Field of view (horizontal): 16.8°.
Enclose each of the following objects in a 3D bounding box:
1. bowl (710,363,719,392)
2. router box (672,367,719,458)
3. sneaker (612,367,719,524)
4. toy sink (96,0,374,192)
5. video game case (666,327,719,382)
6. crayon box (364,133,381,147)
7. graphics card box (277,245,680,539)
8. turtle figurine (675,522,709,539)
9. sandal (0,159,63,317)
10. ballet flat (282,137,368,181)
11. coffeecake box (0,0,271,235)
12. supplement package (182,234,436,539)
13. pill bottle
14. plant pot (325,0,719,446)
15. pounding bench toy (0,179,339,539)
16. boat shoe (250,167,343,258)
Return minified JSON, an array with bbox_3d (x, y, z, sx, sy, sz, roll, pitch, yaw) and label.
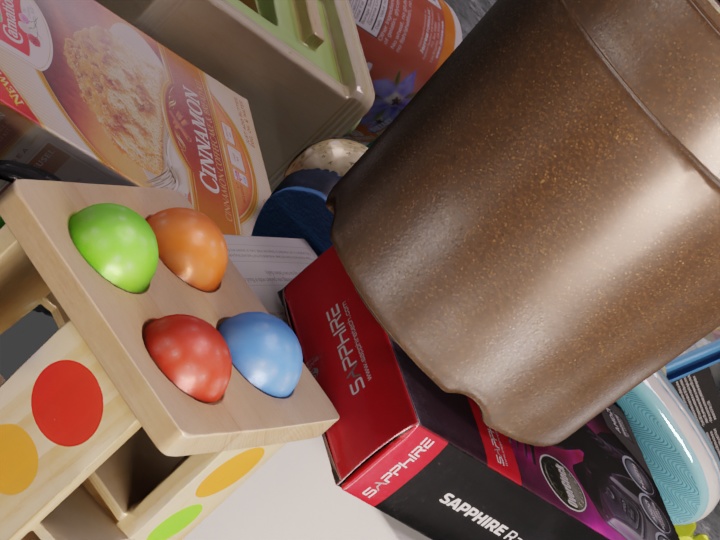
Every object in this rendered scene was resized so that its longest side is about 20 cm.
[{"bbox_3d":[0.267,0.060,1.704,0.090,0.201,0.201,-4,47,-24],"label":"bowl"},{"bbox_3d":[0.181,0.041,1.583,0.200,0.062,0.150,57,9,-56],"label":"router box"},{"bbox_3d":[0.133,0.027,1.239,0.200,0.080,0.130,48,46,10],"label":"sneaker"},{"bbox_3d":[-0.068,-0.119,1.429,0.200,0.112,0.131,35,25,-29],"label":"toy sink"},{"bbox_3d":[0.142,0.015,1.438,0.200,0.018,0.143,-20,50,-31],"label":"video game case"},{"bbox_3d":[0.084,-0.010,1.393,0.200,0.058,0.119,31,46,20],"label":"crayon box"},{"bbox_3d":[0.059,0.078,1.081,0.200,0.051,0.126,34,23,-36],"label":"graphics card box"},{"bbox_3d":[0.136,0.151,1.362,0.161,0.064,0.201,103,-32,-67],"label":"turtle figurine"},{"bbox_3d":[-0.151,-0.015,1.134,0.200,0.075,0.048,27,59,-50],"label":"sandal"},{"bbox_3d":[0.000,0.000,1.309,0.200,0.066,0.057,75,-6,-52],"label":"ballet flat"},{"bbox_3d":[-0.141,-0.068,1.254,0.200,0.073,0.154,32,28,-34],"label":"coffeecake box"},{"bbox_3d":[-0.036,0.097,1.098,0.200,0.120,0.121,54,20,17],"label":"supplement package"},{"bbox_3d":[-0.037,-0.169,1.579,0.200,0.112,0.112,29,27,-38],"label":"pill bottle"},{"bbox_3d":[0.104,-0.043,1.036,0.200,0.198,0.200,40,21,-19],"label":"plant pot"},{"bbox_3d":[-0.132,0.022,0.999,0.200,0.156,0.124,54,22,17],"label":"pounding bench toy"},{"bbox_3d":[-0.011,0.027,1.228,0.084,0.200,0.069,19,44,26],"label":"boat shoe"}]
